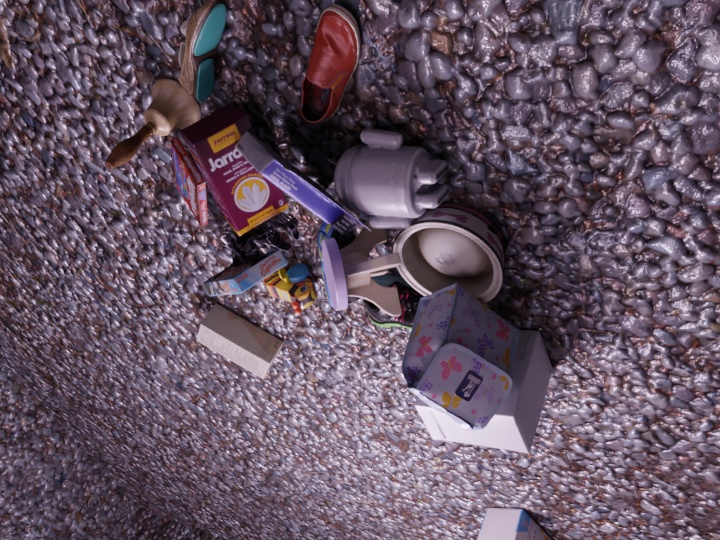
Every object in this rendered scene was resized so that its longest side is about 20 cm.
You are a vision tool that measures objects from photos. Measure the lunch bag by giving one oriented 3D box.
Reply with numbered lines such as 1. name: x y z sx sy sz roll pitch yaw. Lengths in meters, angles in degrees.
1. lunch bag: 0.173 0.153 1.136 0.169 0.200 0.127 36 146 -22

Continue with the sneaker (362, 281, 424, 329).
1. sneaker: 0.084 0.065 1.279 0.200 0.077 0.084 -10 130 37

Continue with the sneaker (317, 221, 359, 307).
1. sneaker: -0.038 -0.019 1.303 0.082 0.071 0.200 -12 120 -7

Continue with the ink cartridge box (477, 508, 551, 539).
1. ink cartridge box: 0.428 0.756 1.796 0.125 0.129 0.200 -21 120 45

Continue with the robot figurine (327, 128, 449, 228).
1. robot figurine: 0.041 -0.146 1.073 0.199 0.113 0.170 7 117 27

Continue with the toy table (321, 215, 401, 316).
1. toy table: 0.000 0.000 1.175 0.117 0.200 0.185 -11 98 -7

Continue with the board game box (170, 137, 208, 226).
1. board game box: -0.330 -0.166 1.287 0.103 0.019 0.200 56 160 9

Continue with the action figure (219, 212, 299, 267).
1. action figure: -0.210 -0.072 1.303 0.200 0.119 0.102 -9 125 46

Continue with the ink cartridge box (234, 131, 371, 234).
1. ink cartridge box: -0.098 -0.135 1.097 0.199 0.041 0.200 35 -174 -36

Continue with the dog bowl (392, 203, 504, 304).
1. dog bowl: 0.160 -0.031 1.154 0.200 0.074 0.200 18 141 15

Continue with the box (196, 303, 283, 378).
1. box: -0.306 0.179 1.677 0.200 0.078 0.095 31 142 0

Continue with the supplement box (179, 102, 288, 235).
1. supplement box: -0.223 -0.180 1.188 0.086 0.110 0.200 43 160 49

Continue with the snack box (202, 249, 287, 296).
1. snack box: -0.243 0.007 1.374 0.200 0.116 0.037 -7 115 59

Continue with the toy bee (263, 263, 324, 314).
1. toy bee: -0.135 0.037 1.391 0.200 0.109 0.131 -15 121 42

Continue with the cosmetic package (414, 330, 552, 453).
1. cosmetic package: 0.241 0.222 1.275 0.199 0.200 0.123 0 134 32

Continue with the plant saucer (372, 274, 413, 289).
1. plant saucer: 0.089 0.043 1.325 0.199 0.019 0.070 11 137 25

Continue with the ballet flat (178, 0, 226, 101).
1. ballet flat: -0.266 -0.364 1.075 0.065 0.070 0.200 41 139 10

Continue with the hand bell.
1. hand bell: -0.379 -0.242 1.168 0.104 0.200 0.104 17 139 15

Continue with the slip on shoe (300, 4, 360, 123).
1. slip on shoe: -0.050 -0.304 1.002 0.074 0.061 0.200 29 140 5
